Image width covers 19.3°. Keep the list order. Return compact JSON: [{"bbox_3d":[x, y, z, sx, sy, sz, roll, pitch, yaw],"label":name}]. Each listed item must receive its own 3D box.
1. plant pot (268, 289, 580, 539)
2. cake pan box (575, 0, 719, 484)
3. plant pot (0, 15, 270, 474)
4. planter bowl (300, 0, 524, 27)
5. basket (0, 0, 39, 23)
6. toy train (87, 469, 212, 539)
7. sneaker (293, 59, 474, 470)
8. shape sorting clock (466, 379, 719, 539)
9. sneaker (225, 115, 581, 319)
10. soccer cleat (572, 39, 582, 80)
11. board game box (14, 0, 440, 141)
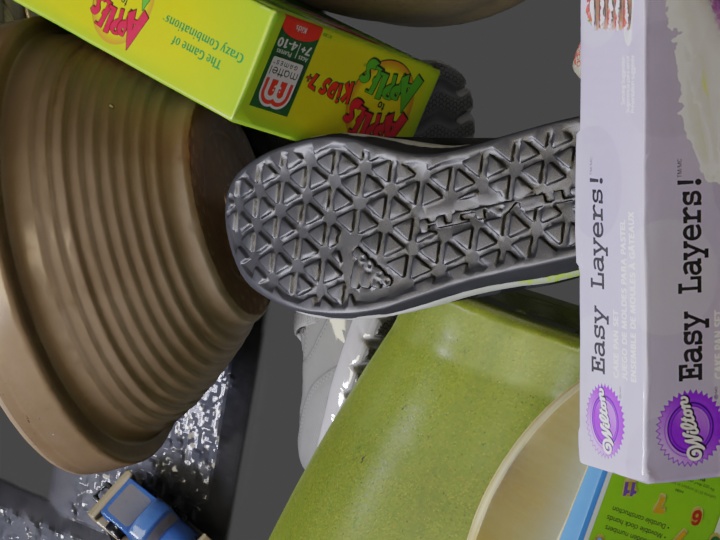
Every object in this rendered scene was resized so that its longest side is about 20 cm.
[{"bbox_3d":[0.056,0.108,0.873,0.200,0.200,0.194,20,96,24],"label":"plant pot"},{"bbox_3d":[0.166,-0.024,0.748,0.052,0.184,0.201,-166,75,-70],"label":"cake pan box"},{"bbox_3d":[-0.096,-0.018,0.921,0.092,0.201,0.202,-11,94,16],"label":"plant pot"},{"bbox_3d":[-0.002,-0.195,0.864,0.200,0.135,0.201,6,103,27],"label":"planter bowl"},{"bbox_3d":[-0.214,-0.035,1.012,0.123,0.135,0.201,-6,97,25],"label":"basket"},{"bbox_3d":[-0.054,0.161,1.007,0.200,0.046,0.034,36,76,18],"label":"toy train"},{"bbox_3d":[0.000,0.000,0.948,0.082,0.075,0.201,19,104,41],"label":"sneaker"},{"bbox_3d":[0.127,0.121,0.792,0.039,0.199,0.201,-165,68,-68],"label":"shape sorting clock"},{"bbox_3d":[0.046,-0.017,0.822,0.199,0.083,0.072,-3,86,25],"label":"sneaker"},{"bbox_3d":[0.114,-0.116,0.832,0.085,0.069,0.201,-20,90,31],"label":"soccer cleat"},{"bbox_3d":[-0.073,-0.108,0.899,0.200,0.101,0.048,31,101,41],"label":"board game box"}]
